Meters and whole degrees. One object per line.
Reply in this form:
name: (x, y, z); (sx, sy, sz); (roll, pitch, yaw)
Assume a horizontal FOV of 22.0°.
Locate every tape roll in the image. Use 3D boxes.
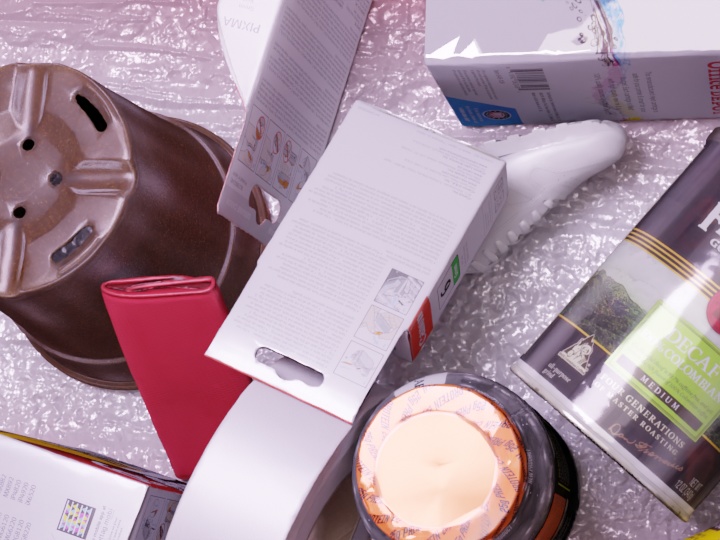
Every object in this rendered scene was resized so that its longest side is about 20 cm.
tape roll: (-0.048, 0.155, 1.155); (0.071, 0.202, 0.203); (23, 85, 17)

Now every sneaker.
sneaker: (0.089, -0.043, 1.236); (0.200, 0.076, 0.081); (-21, 82, 16)

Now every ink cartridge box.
ink cartridge box: (-0.059, -0.122, 1.232); (0.050, 0.161, 0.200); (17, 84, 18)
ink cartridge box: (0.000, 0.000, 1.153); (0.109, 0.050, 0.200); (24, 68, 17)
ink cartridge box: (-0.192, 0.156, 1.187); (0.175, 0.200, 0.084); (17, 84, 15)
ink cartridge box: (0.154, -0.184, 1.203); (0.199, 0.147, 0.146); (0, 78, 12)

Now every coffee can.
coffee can: (0.212, 0.034, 1.147); (0.146, 0.146, 0.200); (41, 91, 17)

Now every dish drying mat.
dish drying mat: (-0.106, 0.072, 1.195); (0.077, 0.200, 0.018); (-5, 50, 8)

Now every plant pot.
plant pot: (-0.185, -0.035, 1.221); (0.200, 0.198, 0.201); (-4, 76, 16)

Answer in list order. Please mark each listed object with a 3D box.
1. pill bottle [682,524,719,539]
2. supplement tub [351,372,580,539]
pill bottle: (0.173, 0.230, 1.110); (0.200, 0.109, 0.109); (-21, 74, -11)
supplement tub: (0.065, 0.129, 1.134); (0.122, 0.200, 0.123); (-3, 78, 12)
